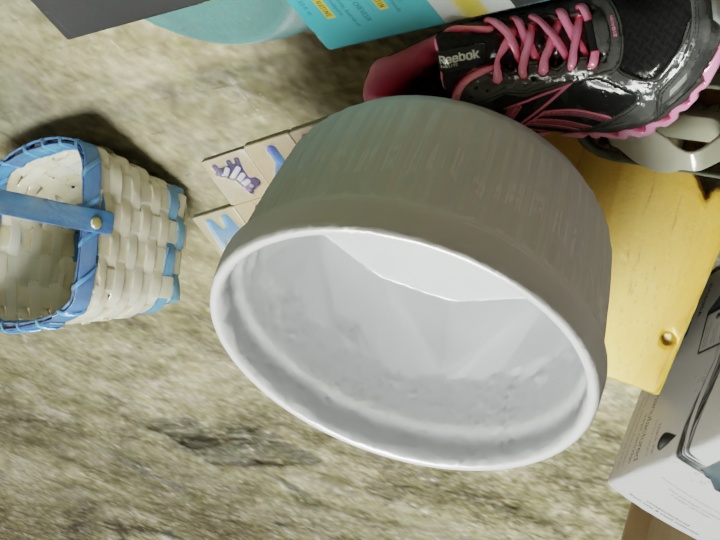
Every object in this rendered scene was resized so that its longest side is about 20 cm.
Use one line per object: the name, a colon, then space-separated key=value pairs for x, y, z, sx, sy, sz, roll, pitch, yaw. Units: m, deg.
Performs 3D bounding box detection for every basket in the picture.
basket: x=-0.240 y=-0.025 z=1.155 sx=0.199 sy=0.140 sz=0.176 roll=5 pitch=172 yaw=-43

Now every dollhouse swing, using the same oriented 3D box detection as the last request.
dollhouse swing: x=0.112 y=-0.035 z=0.989 sx=0.199 sy=0.176 sz=0.183 roll=21 pitch=113 yaw=6

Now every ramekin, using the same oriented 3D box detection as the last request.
ramekin: x=0.034 y=0.004 z=0.814 sx=0.199 sy=0.105 sz=0.201 roll=14 pitch=145 yaw=10

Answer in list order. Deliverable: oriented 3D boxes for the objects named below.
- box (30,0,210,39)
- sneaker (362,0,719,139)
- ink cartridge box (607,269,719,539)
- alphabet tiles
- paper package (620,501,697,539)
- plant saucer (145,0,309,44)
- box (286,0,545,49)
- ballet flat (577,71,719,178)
box: x=-0.068 y=-0.211 z=0.609 sx=0.148 sy=0.201 sz=0.124 roll=-4 pitch=144 yaw=44
sneaker: x=0.083 y=-0.101 z=0.790 sx=0.199 sy=0.080 sz=0.095 roll=-16 pitch=165 yaw=41
ink cartridge box: x=0.244 y=0.061 z=0.931 sx=0.086 sy=0.147 sz=0.200 roll=29 pitch=154 yaw=-8
alphabet tiles: x=0.000 y=0.000 z=0.926 sx=0.166 sy=0.006 sz=0.200 roll=-14 pitch=124 yaw=35
paper package: x=0.285 y=0.194 z=1.099 sx=0.200 sy=0.192 sz=0.103 roll=35 pitch=148 yaw=-24
plant saucer: x=-0.099 y=-0.184 z=0.879 sx=0.199 sy=0.036 sz=0.200 roll=18 pitch=154 yaw=10
box: x=0.046 y=-0.164 z=0.758 sx=0.199 sy=0.049 sz=0.082 roll=-7 pitch=141 yaw=38
ballet flat: x=0.196 y=-0.063 z=0.796 sx=0.199 sy=0.064 sz=0.068 roll=14 pitch=129 yaw=36
